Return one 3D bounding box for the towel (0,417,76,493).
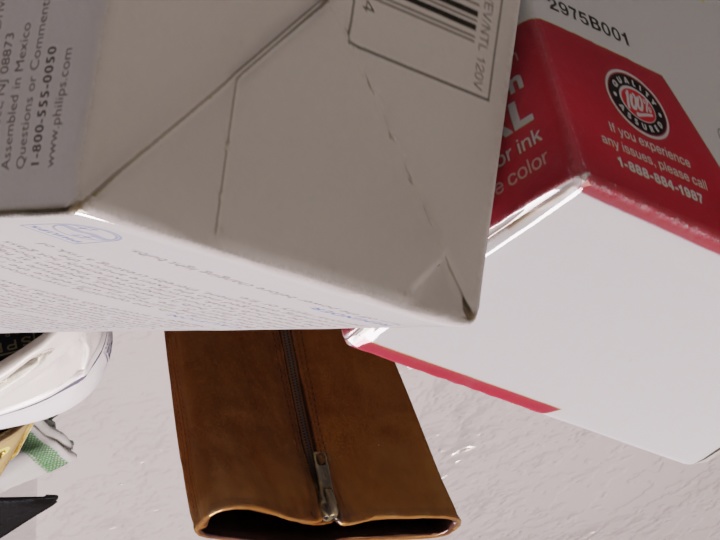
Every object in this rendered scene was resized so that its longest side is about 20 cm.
[{"bbox_3d":[-0.238,0.083,1.105,0.199,0.031,0.149,-23,151,7],"label":"towel"}]

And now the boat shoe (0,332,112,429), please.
[{"bbox_3d":[-0.183,0.040,0.865,0.199,0.072,0.066,-13,162,0],"label":"boat shoe"}]

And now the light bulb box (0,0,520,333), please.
[{"bbox_3d":[-0.071,-0.090,0.621,0.199,0.200,0.124,-1,166,45],"label":"light bulb box"}]

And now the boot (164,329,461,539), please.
[{"bbox_3d":[0.000,0.000,0.923,0.187,0.201,0.068,2,145,-39],"label":"boot"}]

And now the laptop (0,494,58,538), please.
[{"bbox_3d":[-0.265,0.095,1.058,0.187,0.116,0.200,-32,109,17],"label":"laptop"}]

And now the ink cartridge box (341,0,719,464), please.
[{"bbox_3d":[0.050,-0.065,0.691,0.145,0.201,0.083,20,135,-42],"label":"ink cartridge box"}]

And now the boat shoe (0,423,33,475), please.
[{"bbox_3d":[-0.152,0.041,0.944,0.074,0.066,0.201,19,103,-21],"label":"boat shoe"}]
